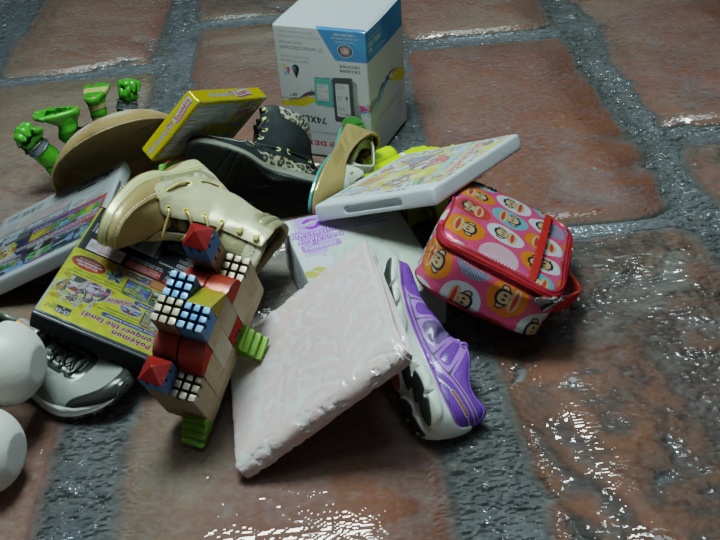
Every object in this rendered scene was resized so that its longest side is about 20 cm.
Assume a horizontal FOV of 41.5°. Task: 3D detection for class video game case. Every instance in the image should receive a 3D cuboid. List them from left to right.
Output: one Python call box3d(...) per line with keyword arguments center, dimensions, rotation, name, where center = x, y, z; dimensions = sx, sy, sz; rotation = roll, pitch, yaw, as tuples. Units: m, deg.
box3d(center=(-0.389, -0.048, 1.191), dimensions=(0.198, 0.023, 0.183), rotation=(-23, 32, 14), name="video game case")
box3d(center=(-0.228, 0.030, 1.035), dimensions=(0.198, 0.026, 0.182), rotation=(23, 41, -6), name="video game case")
box3d(center=(0.070, -0.113, 1.146), dimensions=(0.181, 0.023, 0.200), rotation=(-5, 20, 41), name="video game case")

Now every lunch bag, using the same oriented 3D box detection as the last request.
box3d(center=(0.162, -0.011, 1.046), dimensions=(0.175, 0.082, 0.200), rotation=(27, 29, 3), name="lunch bag")

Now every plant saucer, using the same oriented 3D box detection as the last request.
box3d(center=(-0.322, -0.161, 1.269), dimensions=(0.199, 0.200, 0.036), rotation=(-21, 75, -21), name="plant saucer")

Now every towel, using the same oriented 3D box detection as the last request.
box3d(center=(-0.047, 0.083, 0.932), dimensions=(0.199, 0.032, 0.192), rotation=(-38, 32, 15), name="towel")

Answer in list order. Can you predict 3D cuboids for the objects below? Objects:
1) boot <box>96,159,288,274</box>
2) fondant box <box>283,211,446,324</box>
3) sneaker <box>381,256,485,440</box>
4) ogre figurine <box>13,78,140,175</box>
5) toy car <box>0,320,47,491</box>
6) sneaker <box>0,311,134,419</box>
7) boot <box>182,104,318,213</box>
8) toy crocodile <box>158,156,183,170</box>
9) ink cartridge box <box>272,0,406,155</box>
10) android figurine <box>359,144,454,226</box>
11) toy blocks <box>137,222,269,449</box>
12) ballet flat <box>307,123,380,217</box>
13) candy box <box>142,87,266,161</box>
box3d(center=(-0.181, -0.045, 1.059), dimensions=(0.155, 0.073, 0.200), rotation=(34, 29, 10), name="boot")
box3d(center=(0.000, 0.000, 1.106), dimensions=(0.143, 0.059, 0.200), rotation=(-13, 34, -12), name="fondant box")
box3d(center=(0.066, 0.078, 0.957), dimensions=(0.083, 0.081, 0.201), rotation=(-5, 58, -25), name="sneaker")
box3d(center=(-0.396, -0.191, 1.375), dimensions=(0.097, 0.121, 0.200), rotation=(7, 35, 23), name="ogre figurine")
box3d(center=(-0.404, 0.113, 0.883), dimensions=(0.173, 0.150, 0.202), rotation=(0, 61, 8), name="toy car")
box3d(center=(-0.326, 0.095, 0.991), dimensions=(0.198, 0.080, 0.074), rotation=(13, 36, 22), name="sneaker")
box3d(center=(-0.143, -0.164, 1.274), dimensions=(0.202, 0.074, 0.155), rotation=(17, 40, -26), name="boot")
box3d(center=(-0.212, -0.133, 1.280), dimensions=(0.067, 0.062, 0.199), rotation=(-7, 5, 37), name="toy crocodile")
box3d(center=(-0.025, -0.288, 1.397), dimensions=(0.145, 0.202, 0.146), rotation=(10, 38, 20), name="ink cartridge box")
box3d(center=(0.073, -0.120, 1.286), dimensions=(0.199, 0.041, 0.182), rotation=(-27, 40, -26), name="android figurine")
box3d(center=(-0.153, 0.052, 0.905), dimensions=(0.099, 0.137, 0.202), rotation=(14, 68, 12), name="toy blocks")
box3d(center=(-0.016, -0.133, 1.233), dimensions=(0.062, 0.069, 0.201), rotation=(10, 40, 8), name="ballet flat")
box3d(center=(-0.200, -0.195, 1.248), dimensions=(0.026, 0.102, 0.200), rotation=(44, 21, 6), name="candy box")
